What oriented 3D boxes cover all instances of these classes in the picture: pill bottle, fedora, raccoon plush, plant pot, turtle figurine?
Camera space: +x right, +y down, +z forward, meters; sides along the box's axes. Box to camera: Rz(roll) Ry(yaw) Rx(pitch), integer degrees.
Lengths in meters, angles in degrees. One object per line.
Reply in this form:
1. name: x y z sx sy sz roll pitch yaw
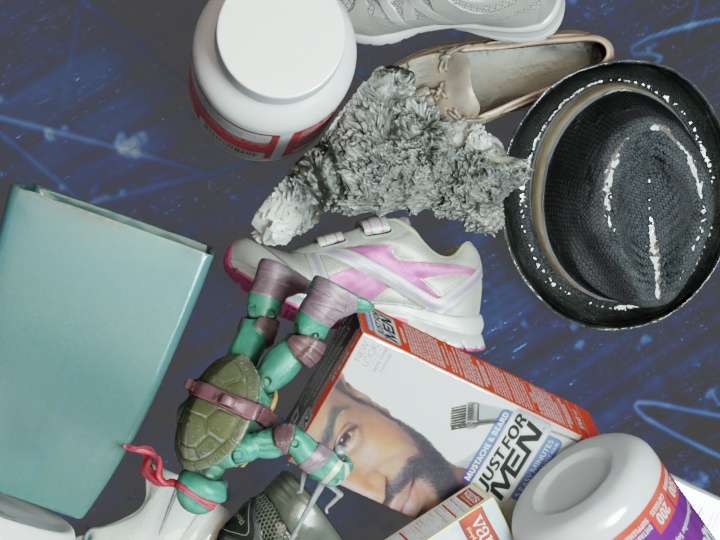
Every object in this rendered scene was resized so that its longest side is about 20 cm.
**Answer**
1. pill bottle: 0.197 0.215 1.287 0.112 0.112 0.200 -40 109 -8
2. fedora: 0.195 -0.046 1.352 0.199 0.092 0.202 -2 103 -10
3. raccoon plush: 0.025 -0.045 1.308 0.134 0.097 0.200 36 61 5
4. pill bottle: -0.062 -0.143 1.303 0.111 0.200 0.113 1 85 -7
5. plant pot: -0.197 0.058 1.307 0.140 0.141 0.202 18 92 -4
6. turtle figurine: -0.072 0.096 1.250 0.149 0.101 0.201 22 84 33

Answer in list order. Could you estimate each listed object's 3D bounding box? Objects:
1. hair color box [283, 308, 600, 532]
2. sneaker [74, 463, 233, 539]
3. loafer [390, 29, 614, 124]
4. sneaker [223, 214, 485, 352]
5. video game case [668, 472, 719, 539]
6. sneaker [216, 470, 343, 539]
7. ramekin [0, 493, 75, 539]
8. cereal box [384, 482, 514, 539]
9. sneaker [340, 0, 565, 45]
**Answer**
1. hair color box: 0.058 0.117 1.327 0.199 0.064 0.111 26 106 -15
2. sneaker: -0.181 0.228 1.332 0.088 0.075 0.200 36 75 9
3. loafer: 0.090 -0.141 1.389 0.198 0.063 0.072 -15 87 -8
4. sneaker: 0.000 0.000 1.364 0.198 0.081 0.089 13 82 -13
5. video game case: 0.254 0.264 1.382 0.199 0.045 0.182 26 82 -3
6. sneaker: -0.037 0.248 1.327 0.114 0.076 0.200 -36 109 -3
7. ramekin: -0.278 0.186 1.248 0.201 0.202 0.095 23 86 -4
8. cereal box: 0.031 0.256 1.284 0.199 0.039 0.145 -31 111 -12
9. sneaker: 0.047 -0.213 1.364 0.198 0.082 0.075 1 68 10
